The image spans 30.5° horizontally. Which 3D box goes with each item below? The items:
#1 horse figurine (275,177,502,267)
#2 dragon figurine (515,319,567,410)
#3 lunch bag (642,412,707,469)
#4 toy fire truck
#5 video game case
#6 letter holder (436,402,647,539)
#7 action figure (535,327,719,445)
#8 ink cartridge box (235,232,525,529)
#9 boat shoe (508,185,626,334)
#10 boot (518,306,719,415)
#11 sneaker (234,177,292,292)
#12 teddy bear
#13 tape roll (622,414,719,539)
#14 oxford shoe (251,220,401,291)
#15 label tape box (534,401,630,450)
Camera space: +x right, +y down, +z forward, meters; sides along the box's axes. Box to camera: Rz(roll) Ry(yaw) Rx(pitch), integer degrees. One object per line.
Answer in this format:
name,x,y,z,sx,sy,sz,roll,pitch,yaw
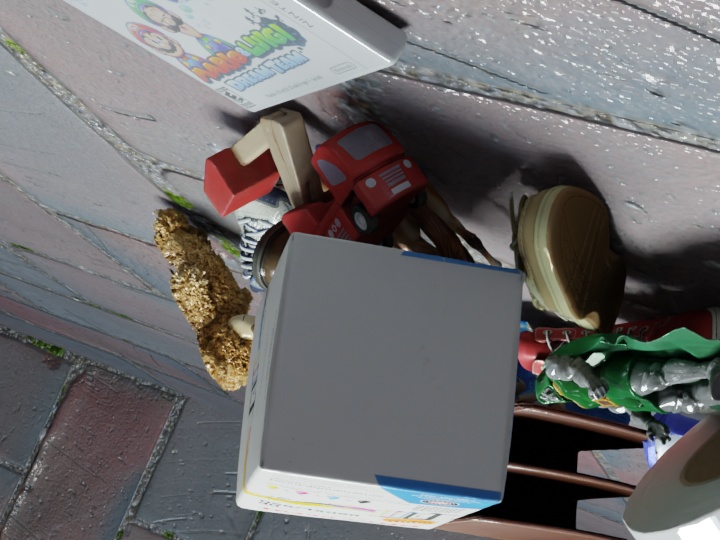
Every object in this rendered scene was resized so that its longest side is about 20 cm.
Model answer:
horse figurine,0.028,-0.031,0.949,0.133,0.050,0.200,46,168,-19
dragon figurine,0.148,0.073,1.143,0.059,0.100,0.200,13,163,-24
lunch bag,0.355,0.189,1.147,0.170,0.124,0.200,9,156,38
toy fire truck,-0.037,-0.060,0.903,0.141,0.049,0.200,55,152,11
video game case,-0.094,-0.153,0.745,0.182,0.024,0.200,29,166,-23
letter holder,0.170,0.184,1.163,0.200,0.101,0.142,17,159,-37
action figure,0.182,0.076,0.877,0.118,0.055,0.200,33,161,-23
ink cartridge box,0.004,0.081,0.855,0.147,0.145,0.200,9,163,-7
boat shoe,0.127,-0.003,0.862,0.063,0.073,0.200,14,166,23
boot,0.190,0.063,0.963,0.144,0.073,0.200,8,169,0
sneaker,-0.064,-0.021,1.094,0.077,0.085,0.200,17,166,25
teddy bear,-0.145,0.021,1.312,0.145,0.067,0.200,60,-178,-46
tape roll,0.275,0.135,0.871,0.071,0.202,0.202,53,165,-1
oxford shoe,0.000,0.000,1.048,0.200,0.073,0.084,8,-170,-46
label tape box,0.175,0.131,1.353,0.143,0.066,0.200,24,166,-8
